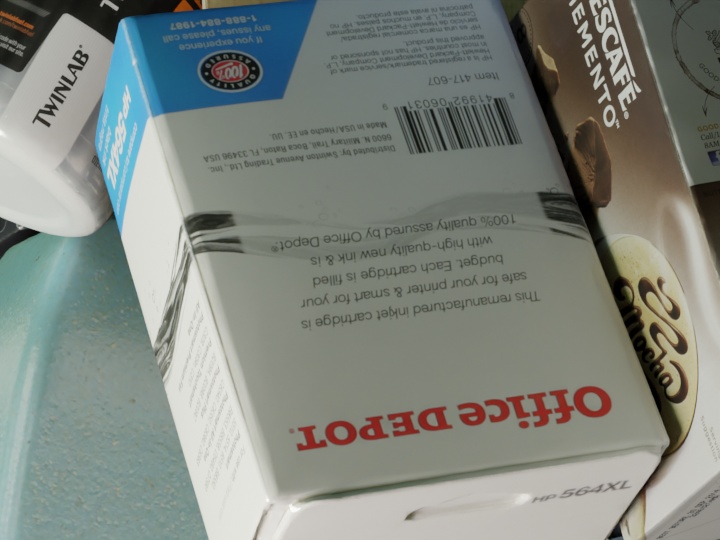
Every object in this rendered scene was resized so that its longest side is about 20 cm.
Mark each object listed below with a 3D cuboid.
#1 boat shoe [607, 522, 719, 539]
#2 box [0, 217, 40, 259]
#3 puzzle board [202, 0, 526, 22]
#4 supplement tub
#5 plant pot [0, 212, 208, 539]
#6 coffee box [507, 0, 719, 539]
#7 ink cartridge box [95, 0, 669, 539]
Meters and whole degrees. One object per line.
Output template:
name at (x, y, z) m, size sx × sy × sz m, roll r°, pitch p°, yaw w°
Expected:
boat shoe at (0.115, 0.129, 1.016) m, size 0.062 × 0.075 × 0.201 m, roll 168°, pitch 96°, yaw -65°
box at (-0.168, -0.056, 1.501) m, size 0.200 × 0.122 × 0.107 m, roll -23°, pitch 74°, yaw 62°
puzzle board at (0.014, -0.084, 1.088) m, size 0.017 × 0.150 × 0.201 m, roll 121°, pitch 146°, yaw -71°
supplement tub at (-0.126, -0.127, 1.275) m, size 0.201 × 0.122 × 0.122 m, roll -62°, pitch 21°, yaw -17°
plant pot at (-0.111, 0.083, 1.346) m, size 0.196 × 0.196 × 0.201 m, roll -21°, pitch 62°, yaw 62°
coffee box at (0.121, -0.018, 0.977) m, size 0.113 × 0.079 × 0.201 m, roll 129°, pitch 131°, yaw -57°
ink cartridge box at (0.002, 0.006, 0.973) m, size 0.084 × 0.145 × 0.201 m, roll 113°, pitch 145°, yaw -54°
